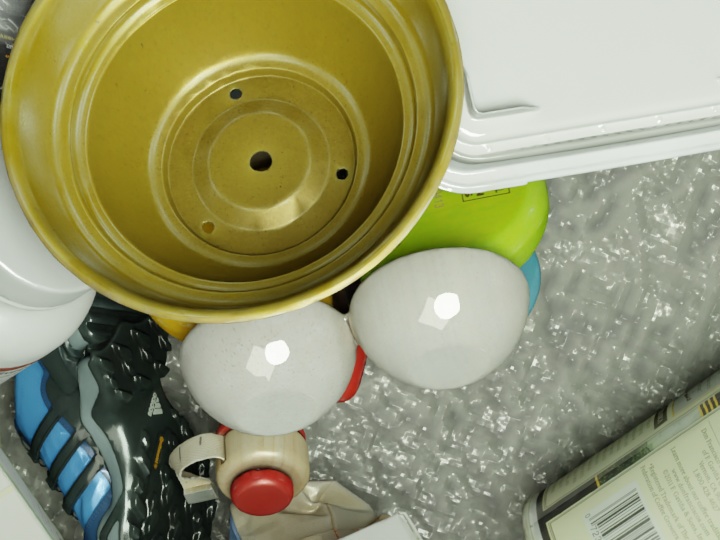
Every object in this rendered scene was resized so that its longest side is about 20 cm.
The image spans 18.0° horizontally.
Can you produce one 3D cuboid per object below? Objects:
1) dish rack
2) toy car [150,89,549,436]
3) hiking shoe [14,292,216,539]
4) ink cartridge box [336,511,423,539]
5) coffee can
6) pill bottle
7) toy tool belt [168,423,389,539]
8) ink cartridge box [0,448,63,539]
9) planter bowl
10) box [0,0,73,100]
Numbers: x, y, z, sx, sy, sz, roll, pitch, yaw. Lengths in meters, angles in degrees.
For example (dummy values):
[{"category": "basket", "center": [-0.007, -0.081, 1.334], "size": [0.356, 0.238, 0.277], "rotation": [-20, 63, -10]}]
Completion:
[{"category": "dish rack", "center": [0.105, -0.133, 1.011], "size": [0.198, 0.044, 0.173], "rotation": [-10, 83, -10]}, {"category": "toy car", "center": [0.000, 0.000, 1.091], "size": [0.199, 0.176, 0.150], "rotation": [-16, 144, 10]}, {"category": "hiking shoe", "center": [-0.132, 0.092, 1.172], "size": [0.086, 0.074, 0.202], "rotation": [2, 108, 38]}, {"category": "ink cartridge box", "center": [-0.007, 0.232, 1.068], "size": [0.144, 0.084, 0.201], "rotation": [-23, 127, -8]}, {"category": "coffee can", "center": [0.200, 0.119, 1.114], "size": [0.199, 0.147, 0.147], "rotation": [-36, 105, 16]}, {"category": "pill bottle", "center": [-0.194, 0.003, 1.071], "size": [0.112, 0.112, 0.200], "rotation": [45, 140, -13]}, {"category": "toy tool belt", "center": [-0.025, 0.173, 1.129], "size": [0.124, 0.124, 0.201], "rotation": [-12, 138, 7]}, {"category": "ink cartridge box", "center": [-0.211, 0.184, 1.168], "size": [0.145, 0.048, 0.201], "rotation": [-31, 124, -4]}, {"category": "planter bowl", "center": [-0.050, -0.061, 0.990], "size": [0.199, 0.084, 0.202], "rotation": [-3, 71, 8]}, {"category": "box", "center": [-0.231, -0.115, 1.066], "size": [0.198, 0.050, 0.158], "rotation": [15, 142, -1]}]
